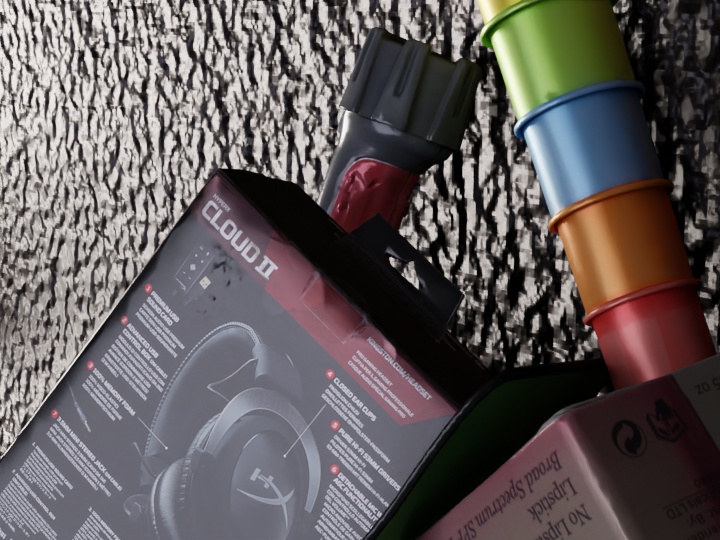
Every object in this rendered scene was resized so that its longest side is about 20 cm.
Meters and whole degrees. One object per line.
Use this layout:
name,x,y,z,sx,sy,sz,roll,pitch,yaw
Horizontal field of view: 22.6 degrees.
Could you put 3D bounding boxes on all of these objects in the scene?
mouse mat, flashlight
mouse mat,0.018,0.111,0.679,0.008,0.161,0.201,42,105,18
flashlight,0.000,0.000,0.780,0.068,0.067,0.202,-99,29,-84

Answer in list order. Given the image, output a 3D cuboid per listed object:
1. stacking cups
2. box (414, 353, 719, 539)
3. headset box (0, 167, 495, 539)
stacking cups,0.094,-0.045,0.691,0.060,0.060,0.202,-32,73,52
box,0.120,0.144,0.594,0.201,0.108,0.128,62,144,17
headset box,-0.039,0.069,0.716,0.149,0.077,0.201,43,104,19
